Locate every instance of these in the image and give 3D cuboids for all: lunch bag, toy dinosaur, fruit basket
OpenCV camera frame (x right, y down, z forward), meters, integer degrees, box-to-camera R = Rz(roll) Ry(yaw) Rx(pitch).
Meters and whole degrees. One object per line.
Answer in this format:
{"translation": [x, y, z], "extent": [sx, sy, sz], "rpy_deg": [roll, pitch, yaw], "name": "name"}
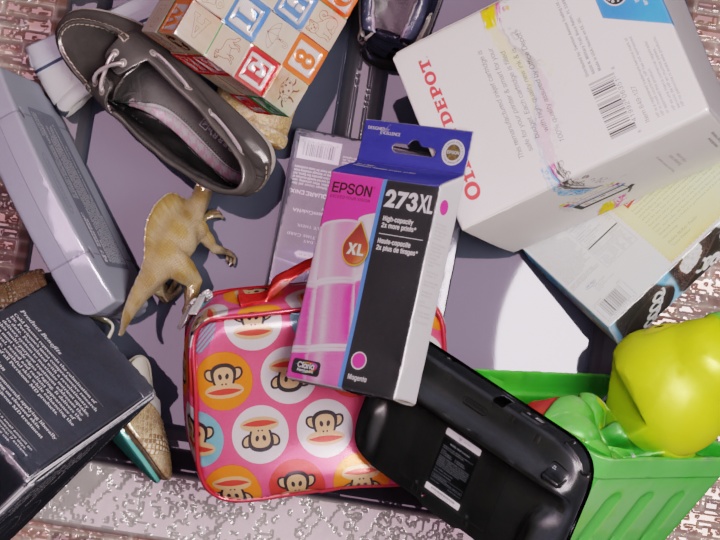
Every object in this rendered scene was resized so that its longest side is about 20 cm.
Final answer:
{"translation": [-0.034, 0.076, 1.587], "extent": [0.200, 0.082, 0.177], "rpy_deg": [-4, 105, -8], "name": "lunch bag"}
{"translation": [-0.145, -0.007, 1.615], "extent": [0.058, 0.101, 0.200], "rpy_deg": [11, 54, 27], "name": "toy dinosaur"}
{"translation": [0.192, 0.100, 1.543], "extent": [0.155, 0.216, 0.216], "rpy_deg": [33, 87, 36], "name": "fruit basket"}

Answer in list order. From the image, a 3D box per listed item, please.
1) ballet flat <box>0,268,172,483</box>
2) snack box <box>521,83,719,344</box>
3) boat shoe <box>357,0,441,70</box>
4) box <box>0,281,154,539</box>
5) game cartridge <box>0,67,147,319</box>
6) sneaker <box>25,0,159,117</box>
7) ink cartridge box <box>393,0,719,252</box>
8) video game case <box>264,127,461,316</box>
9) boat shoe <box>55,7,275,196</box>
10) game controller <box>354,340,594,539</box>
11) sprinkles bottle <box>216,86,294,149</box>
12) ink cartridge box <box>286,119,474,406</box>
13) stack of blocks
{"translation": [-0.201, 0.074, 1.637], "extent": [0.200, 0.071, 0.065], "rpy_deg": [46, 72, -1], "name": "ballet flat"}
{"translation": [0.232, -0.047, 1.619], "extent": [0.200, 0.037, 0.116], "rpy_deg": [-43, 47, -1], "name": "snack box"}
{"translation": [0.045, -0.257, 1.636], "extent": [0.075, 0.093, 0.200], "rpy_deg": [11, 87, 1], "name": "boat shoe"}
{"translation": [-0.285, 0.134, 1.536], "extent": [0.124, 0.197, 0.200], "rpy_deg": [48, 115, 4], "name": "box"}
{"translation": [-0.228, -0.055, 1.603], "extent": [0.040, 0.133, 0.200], "rpy_deg": [-28, 82, 3], "name": "game cartridge"}
{"translation": [-0.159, -0.178, 1.641], "extent": [0.200, 0.073, 0.071], "rpy_deg": [-20, 101, 20], "name": "sneaker"}
{"translation": [0.154, -0.124, 1.568], "extent": [0.200, 0.145, 0.147], "rpy_deg": [-24, 75, 16], "name": "ink cartridge box"}
{"translation": [0.000, 0.000, 1.659], "extent": [0.143, 0.019, 0.200], "rpy_deg": [11, 89, 1], "name": "video game case"}
{"translation": [-0.150, -0.126, 1.583], "extent": [0.200, 0.057, 0.067], "rpy_deg": [38, 112, 3], "name": "boat shoe"}
{"translation": [0.075, 0.127, 1.491], "extent": [0.200, 0.042, 0.104], "rpy_deg": [33, 119, 37], "name": "game controller"}
{"translation": [-0.059, -0.197, 1.647], "extent": [0.068, 0.068, 0.200], "rpy_deg": [18, 88, 2], "name": "sprinkles bottle"}
{"translation": [0.014, -0.010, 1.511], "extent": [0.095, 0.037, 0.200], "rpy_deg": [9, 82, 33], "name": "ink cartridge box"}
{"translation": [-0.058, -0.228, 1.569], "extent": [0.115, 0.059, 0.200], "rpy_deg": [35, 80, -29], "name": "stack of blocks"}
